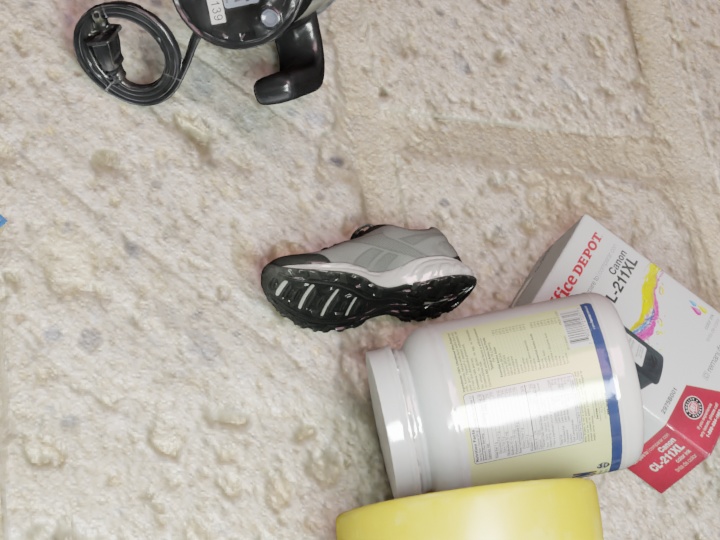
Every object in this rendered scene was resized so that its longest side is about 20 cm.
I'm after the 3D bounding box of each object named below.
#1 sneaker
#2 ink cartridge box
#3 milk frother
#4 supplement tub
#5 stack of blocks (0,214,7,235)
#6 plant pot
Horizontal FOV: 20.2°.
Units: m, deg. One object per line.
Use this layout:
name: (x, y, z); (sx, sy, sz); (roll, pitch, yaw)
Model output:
sneaker: (0.000, 0.000, 1.699); (0.199, 0.074, 0.080); (-2, 52, -35)
ink cartridge box: (0.227, 0.071, 1.754); (0.200, 0.083, 0.146); (36, 52, -3)
milk frother: (-0.126, -0.235, 1.745); (0.199, 0.181, 0.188); (7, 14, 10)
supplement tub: (0.113, 0.104, 1.604); (0.199, 0.145, 0.146); (-11, 64, -4)
stack of blocks: (-0.377, -0.007, 1.513); (0.115, 0.059, 0.200); (43, 51, 3)
plant pot: (0.092, 0.263, 1.508); (0.200, 0.201, 0.190); (-3, 78, -28)
